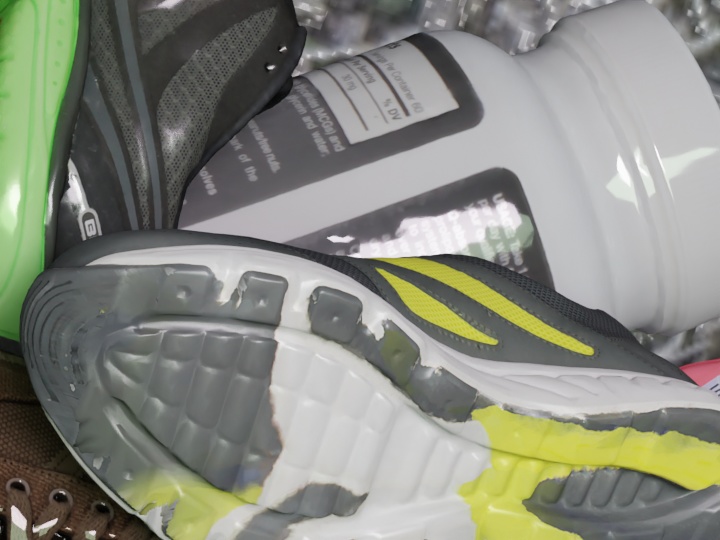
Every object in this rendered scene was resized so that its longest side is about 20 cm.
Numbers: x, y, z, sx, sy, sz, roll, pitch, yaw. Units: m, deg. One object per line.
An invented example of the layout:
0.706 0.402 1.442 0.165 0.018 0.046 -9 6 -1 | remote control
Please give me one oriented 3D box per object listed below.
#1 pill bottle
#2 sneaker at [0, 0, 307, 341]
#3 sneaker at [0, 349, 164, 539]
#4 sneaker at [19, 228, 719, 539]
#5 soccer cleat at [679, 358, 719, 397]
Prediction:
0.000 0.000 0.817 0.200 0.116 0.117 -19 97 -10 | pill bottle
-0.054 -0.075 0.747 0.084 0.077 0.200 22 78 -30 | sneaker
-0.058 0.066 0.707 0.200 0.076 0.071 15 94 -34 | sneaker
0.003 0.031 0.715 0.200 0.085 0.075 18 107 -29 | sneaker
0.081 0.074 0.864 0.200 0.067 0.077 -28 58 -12 | soccer cleat
